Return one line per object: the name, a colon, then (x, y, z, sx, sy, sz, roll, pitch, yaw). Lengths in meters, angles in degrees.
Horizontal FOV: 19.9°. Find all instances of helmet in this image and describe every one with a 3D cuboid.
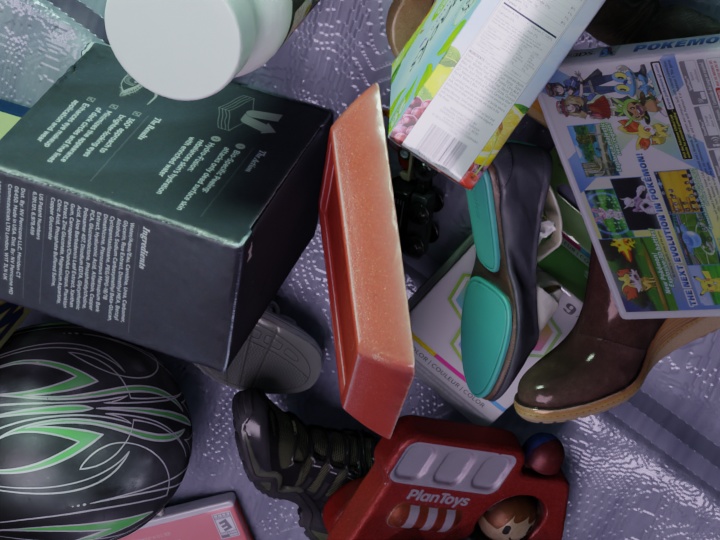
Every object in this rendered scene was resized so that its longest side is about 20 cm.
helmet: (-0.236, 0.132, 1.624, 0.190, 0.200, 0.201, -15, 114, 30)

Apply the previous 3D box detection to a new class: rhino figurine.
rhino figurine: (0.169, -0.195, 1.349, 0.200, 0.060, 0.087, 46, 121, -11)

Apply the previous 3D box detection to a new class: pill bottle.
pill bottle: (-0.086, -0.197, 1.360, 0.115, 0.200, 0.116, 10, 123, 15)

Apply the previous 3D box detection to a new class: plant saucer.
plant saucer: (0.000, 0.000, 1.411, 0.036, 0.201, 0.200, -5, 163, -5)

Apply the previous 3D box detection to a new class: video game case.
video game case: (0.216, -0.055, 1.273, 0.181, 0.022, 0.201, -3, 126, 34)
video game case: (-0.142, 0.292, 1.774, 0.142, 0.017, 0.201, -15, 115, 12)

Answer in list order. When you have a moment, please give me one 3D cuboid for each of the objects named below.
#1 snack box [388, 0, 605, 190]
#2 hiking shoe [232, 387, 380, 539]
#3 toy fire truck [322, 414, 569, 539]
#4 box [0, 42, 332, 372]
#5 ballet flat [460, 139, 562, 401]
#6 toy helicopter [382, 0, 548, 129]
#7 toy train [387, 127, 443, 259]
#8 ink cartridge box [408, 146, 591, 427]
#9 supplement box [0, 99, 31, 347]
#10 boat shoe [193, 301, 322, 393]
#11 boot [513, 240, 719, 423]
snack box: (0.096, -0.167, 1.235, 0.067, 0.169, 0.200, 30, 109, -9)
hiking shoe: (-0.027, 0.144, 1.615, 0.100, 0.076, 0.200, -25, 136, 14)
toy fire truck: (0.076, 0.187, 1.559, 0.199, 0.112, 0.168, 11, 126, -31)
box: (-0.147, -0.050, 1.476, 0.199, 0.197, 0.118, 17, 125, 10)
ballet flat: (0.109, 0.000, 1.413, 0.073, 0.073, 0.201, 8, 121, 17)
toy helicopter: (0.098, -0.126, 1.393, 0.200, 0.079, 0.132, 36, 95, -25)
toy train: (0.042, -0.099, 1.475, 0.046, 0.034, 0.201, 21, 125, 21)
ink cartridge box: (0.115, 0.016, 1.498, 0.104, 0.059, 0.200, 39, 126, -5)
supplement box: (-0.344, -0.038, 1.558, 0.199, 0.200, 0.135, 17, 125, 11)
boat shoe: (-0.121, 0.035, 1.607, 0.201, 0.065, 0.075, 18, 123, 6)
boot: (0.170, -0.004, 1.403, 0.072, 0.199, 0.167, 28, 143, 56)
